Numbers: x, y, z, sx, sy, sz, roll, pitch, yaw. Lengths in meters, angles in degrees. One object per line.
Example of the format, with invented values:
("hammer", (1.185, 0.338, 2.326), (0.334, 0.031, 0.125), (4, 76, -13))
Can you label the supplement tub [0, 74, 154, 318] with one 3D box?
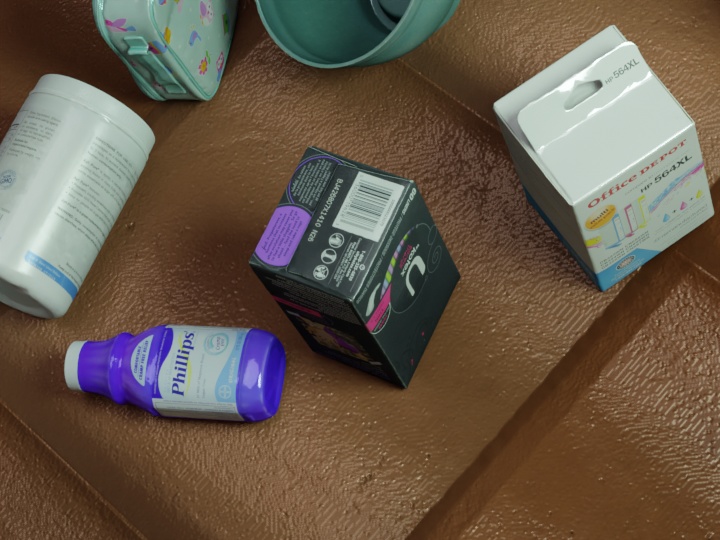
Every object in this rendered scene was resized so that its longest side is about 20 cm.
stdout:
("supplement tub", (-0.294, -0.068, 1.863), (0.131, 0.132, 0.201), (20, 73, 23))

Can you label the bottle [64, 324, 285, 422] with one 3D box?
("bottle", (-0.170, 0.091, 1.791), (0.199, 0.065, 0.084), (3, 68, 17))

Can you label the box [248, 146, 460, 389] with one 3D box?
("box", (0.000, 0.000, 1.707), (0.106, 0.200, 0.123), (20, 73, 23))

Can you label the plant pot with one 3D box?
("plant pot", (0.016, -0.284, 1.849), (0.200, 0.134, 0.202), (-1, 88, 37))

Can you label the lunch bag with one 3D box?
("lunch bag", (-0.187, -0.257, 1.879), (0.077, 0.200, 0.161), (6, 70, 20))

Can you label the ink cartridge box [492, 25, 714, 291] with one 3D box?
("ink cartridge box", (0.209, -0.099, 1.692), (0.128, 0.200, 0.125), (-35, 62, -1))
